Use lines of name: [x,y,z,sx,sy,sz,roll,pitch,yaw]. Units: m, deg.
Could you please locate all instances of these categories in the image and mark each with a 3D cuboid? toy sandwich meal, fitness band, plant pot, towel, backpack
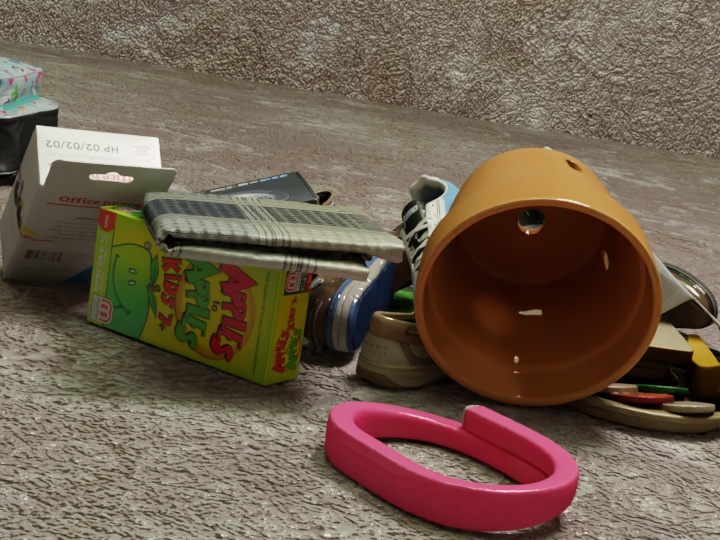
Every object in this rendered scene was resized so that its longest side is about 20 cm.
toy sandwich meal: [0.245,0.080,1.388,0.203,0.071,0.205,9,12,-2]
fitness band: [0.062,0.130,1.101,0.143,0.038,0.199,0,14,-37]
plant pot: [0.144,-0.008,1.316,0.198,0.201,0.140,9,33,-2]
towel: [-0.075,-0.029,1.278,0.198,0.035,0.193,4,10,-13]
backpack: [-0.488,-0.193,1.940,0.198,0.152,0.178,7,13,11]

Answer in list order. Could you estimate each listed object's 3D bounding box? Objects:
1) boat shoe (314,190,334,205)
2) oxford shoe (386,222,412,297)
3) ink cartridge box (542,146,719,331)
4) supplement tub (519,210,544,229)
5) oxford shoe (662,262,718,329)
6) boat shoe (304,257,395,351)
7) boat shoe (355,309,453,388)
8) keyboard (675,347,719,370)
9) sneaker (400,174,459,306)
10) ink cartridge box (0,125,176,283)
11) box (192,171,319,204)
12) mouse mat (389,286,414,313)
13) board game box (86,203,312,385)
boat shoe: [-0.092,-0.057,1.763,0.072,0.073,0.200,15,14,25]
oxford shoe: [0.000,0.000,1.570,0.198,0.072,0.071,-10,-12,-18]
ink cartridge box: [0.246,-0.023,1.515,0.200,0.041,0.200,45,6,-11]
supplement tub: [0.165,0.001,1.572,0.121,0.124,0.200,8,13,-4]
oxford shoe: [0.285,0.029,1.699,0.199,0.073,0.084,15,30,34]
boat shoe: [-0.016,0.018,1.442,0.072,0.073,0.200,10,12,12]
boat shoe: [0.075,0.057,1.378,0.071,0.065,0.199,17,15,34]
keyboard: [0.305,0.091,1.511,0.199,0.040,0.104,17,-9,35]
sneaker: [0.066,-0.021,1.499,0.072,0.072,0.201,33,30,-15]
ink cartridge box: [-0.246,-0.066,1.418,0.114,0.068,0.200,3,-31,-24]
box: [-0.144,-0.047,1.604,0.198,0.044,0.160,-12,15,-6]
mouse mat: [-0.018,0.016,1.641,0.199,0.008,0.161,17,14,29]
board game box: [-0.136,0.017,1.317,0.199,0.103,0.047,17,14,32]
